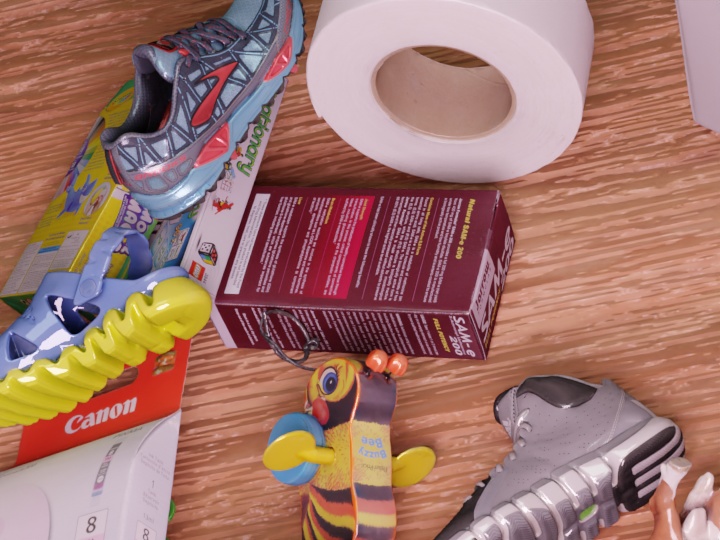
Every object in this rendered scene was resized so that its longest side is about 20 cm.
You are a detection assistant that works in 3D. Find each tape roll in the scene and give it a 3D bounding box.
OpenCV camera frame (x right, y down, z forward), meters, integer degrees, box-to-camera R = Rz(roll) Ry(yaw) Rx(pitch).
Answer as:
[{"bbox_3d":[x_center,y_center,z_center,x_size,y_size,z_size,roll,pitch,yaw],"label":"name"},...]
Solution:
[{"bbox_3d":[0.063,-0.150,1.488,0.201,0.203,0.071,1,55,18],"label":"tape roll"}]

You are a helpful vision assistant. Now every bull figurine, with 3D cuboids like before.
[{"bbox_3d":[0.242,0.192,1.232,0.065,0.122,0.199,-14,31,-42],"label":"bull figurine"}]

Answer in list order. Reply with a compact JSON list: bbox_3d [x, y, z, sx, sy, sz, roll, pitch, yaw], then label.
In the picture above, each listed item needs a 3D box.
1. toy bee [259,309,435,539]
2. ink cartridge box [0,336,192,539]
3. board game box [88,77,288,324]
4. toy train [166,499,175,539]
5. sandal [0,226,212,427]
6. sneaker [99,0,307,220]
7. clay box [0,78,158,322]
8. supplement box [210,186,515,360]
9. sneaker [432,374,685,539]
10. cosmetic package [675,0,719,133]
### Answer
[{"bbox_3d":[-0.013,0.101,1.358,0.109,0.131,0.201,-35,77,41],"label":"toy bee"},{"bbox_3d":[-0.198,0.134,1.422,0.162,0.057,0.201,-20,52,31],"label":"ink cartridge box"},{"bbox_3d":[-0.126,-0.050,1.538,0.126,0.035,0.201,-26,38,47],"label":"board game box"},{"bbox_3d":[-0.161,0.225,1.380,0.056,0.042,0.201,-12,50,22],"label":"toy train"},{"bbox_3d":[-0.198,0.038,1.434,0.199,0.079,0.087,-29,67,8],"label":"sandal"},{"bbox_3d":[-0.111,-0.138,1.473,0.079,0.095,0.201,4,59,49],"label":"sneaker"},{"bbox_3d":[-0.182,-0.056,1.545,0.115,0.048,0.201,-6,52,58],"label":"clay box"},{"bbox_3d":[0.000,0.000,1.483,0.199,0.061,0.109,2,54,21],"label":"supplement box"},{"bbox_3d":[0.101,0.133,1.351,0.199,0.075,0.116,-27,45,-17],"label":"sneaker"},{"bbox_3d":[0.346,-0.170,1.434,0.199,0.167,0.167,29,66,32],"label":"cosmetic package"}]
